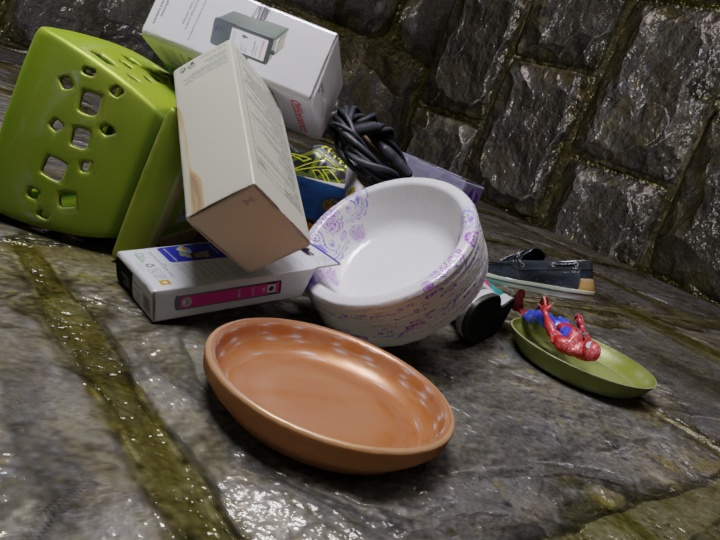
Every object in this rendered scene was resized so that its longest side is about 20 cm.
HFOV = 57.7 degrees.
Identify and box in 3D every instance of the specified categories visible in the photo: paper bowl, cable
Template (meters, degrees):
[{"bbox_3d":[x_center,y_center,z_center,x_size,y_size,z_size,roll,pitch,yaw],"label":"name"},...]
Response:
[{"bbox_3d":[0.040,-0.002,0.717,0.201,0.201,0.104,35,-23,47],"label":"paper bowl"},{"bbox_3d":[0.029,-0.146,0.840,0.200,0.051,0.164,33,36,-46],"label":"cable"}]

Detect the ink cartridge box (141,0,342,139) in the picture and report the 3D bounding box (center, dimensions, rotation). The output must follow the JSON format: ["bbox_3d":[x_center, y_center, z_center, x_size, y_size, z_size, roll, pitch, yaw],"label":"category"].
[{"bbox_3d":[-0.126,-0.243,0.759,0.200,0.084,0.146,22,-4,2],"label":"ink cartridge box"}]

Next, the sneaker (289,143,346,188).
[{"bbox_3d":[-0.049,-0.155,1.017,0.199,0.085,0.074,9,-4,15],"label":"sneaker"}]

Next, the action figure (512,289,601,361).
[{"bbox_3d":[0.264,0.072,0.868,0.065,0.052,0.200,21,14,-15],"label":"action figure"}]

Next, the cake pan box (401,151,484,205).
[{"bbox_3d":[0.086,-0.087,1.070,0.052,0.185,0.200,14,13,-41],"label":"cake pan box"}]

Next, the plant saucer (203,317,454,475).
[{"bbox_3d":[-0.026,0.096,0.508,0.200,0.038,0.200,18,14,-5],"label":"plant saucer"}]

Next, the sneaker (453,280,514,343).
[{"bbox_3d":[0.130,0.031,0.876,0.121,0.084,0.200,31,9,21],"label":"sneaker"}]

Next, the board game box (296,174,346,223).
[{"bbox_3d":[-0.103,-0.096,0.972,0.200,0.056,0.196,12,-5,-29],"label":"board game box"}]

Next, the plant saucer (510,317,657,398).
[{"bbox_3d":[0.292,0.120,0.878,0.199,0.031,0.200,18,13,-4],"label":"plant saucer"}]

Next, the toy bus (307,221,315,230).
[{"bbox_3d":[0.000,0.000,0.862,0.200,0.065,0.078,21,12,7],"label":"toy bus"}]

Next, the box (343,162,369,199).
[{"bbox_3d":[0.002,-0.107,0.884,0.041,0.039,0.200,26,36,-17],"label":"box"}]

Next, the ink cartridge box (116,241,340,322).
[{"bbox_3d":[-0.127,0.000,0.650,0.200,0.037,0.095,-11,30,-35],"label":"ink cartridge box"}]

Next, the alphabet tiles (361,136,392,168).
[{"bbox_3d":[0.052,-0.105,0.911,0.200,0.006,0.166,64,25,8],"label":"alphabet tiles"}]

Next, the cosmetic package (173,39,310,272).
[{"bbox_3d":[-0.116,-0.110,0.623,0.105,0.071,0.200,50,20,-51],"label":"cosmetic package"}]

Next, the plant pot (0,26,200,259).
[{"bbox_3d":[-0.258,-0.128,0.735,0.181,0.200,0.199,28,14,3],"label":"plant pot"}]

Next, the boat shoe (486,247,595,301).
[{"bbox_3d":[0.238,-0.003,0.936,0.200,0.062,0.075,12,5,38],"label":"boat shoe"}]
